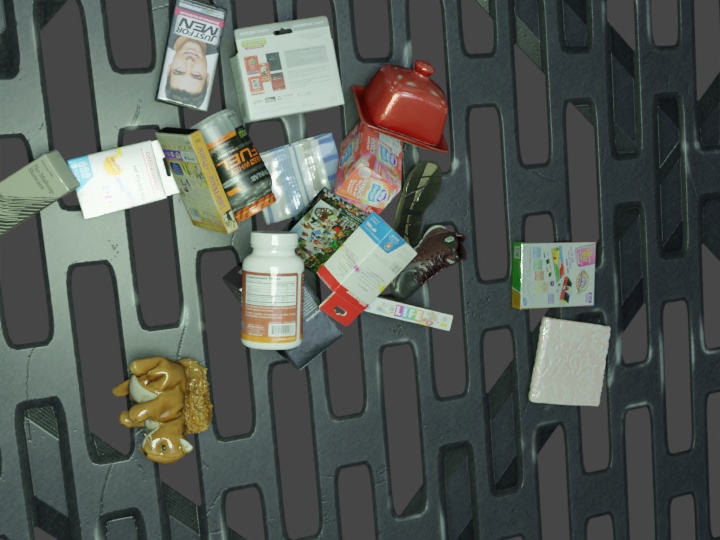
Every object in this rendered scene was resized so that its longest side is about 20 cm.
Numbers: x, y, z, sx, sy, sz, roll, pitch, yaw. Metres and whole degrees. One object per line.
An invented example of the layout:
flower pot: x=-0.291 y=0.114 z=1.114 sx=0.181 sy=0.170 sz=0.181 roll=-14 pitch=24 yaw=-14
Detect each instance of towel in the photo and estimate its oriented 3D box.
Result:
towel: x=-0.127 y=-0.191 z=1.728 sx=0.199 sy=0.024 sz=0.148 roll=-20 pitch=102 yaw=-16
towel: x=0.493 y=0.216 z=1.976 sx=0.190 sy=0.032 sz=0.202 roll=7 pitch=93 yaw=-20

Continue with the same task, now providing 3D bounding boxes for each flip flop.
flip flop: x=0.112 y=-0.143 z=1.802 sx=0.081 sy=0.058 sz=0.201 roll=11 pitch=106 yaw=-24

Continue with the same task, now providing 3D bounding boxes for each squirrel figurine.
squirrel figurine: x=-0.358 y=0.272 z=1.614 sx=0.199 sy=0.141 sz=0.188 roll=-6 pitch=64 yaw=-44

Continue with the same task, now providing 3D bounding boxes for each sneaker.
sneaker: x=0.152 y=-0.015 z=1.771 sx=0.200 sy=0.115 sz=0.076 roll=-54 pitch=127 yaw=-20

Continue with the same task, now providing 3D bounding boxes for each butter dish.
butter dish: x=0.101 y=-0.351 z=1.683 sx=0.199 sy=0.200 sz=0.148 roll=17 pitch=122 yaw=-19

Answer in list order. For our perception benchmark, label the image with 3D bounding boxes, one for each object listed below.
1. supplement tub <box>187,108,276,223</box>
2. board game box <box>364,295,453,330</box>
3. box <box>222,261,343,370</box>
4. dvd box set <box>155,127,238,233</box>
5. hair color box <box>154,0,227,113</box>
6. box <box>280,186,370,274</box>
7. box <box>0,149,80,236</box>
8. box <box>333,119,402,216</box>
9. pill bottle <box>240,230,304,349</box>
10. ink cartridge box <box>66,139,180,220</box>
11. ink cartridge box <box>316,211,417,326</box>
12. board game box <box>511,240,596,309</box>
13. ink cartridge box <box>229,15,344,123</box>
supplement tub: x=-0.251 y=-0.200 z=1.625 sx=0.122 sy=0.122 sz=0.201 roll=-32 pitch=100 yaw=-14
board game box: x=0.077 y=0.081 z=1.766 sx=0.199 sy=0.134 sz=0.035 roll=14 pitch=91 yaw=-20
box: x=-0.157 y=0.069 z=1.650 sx=0.117 sy=0.197 sz=0.201 roll=-38 pitch=106 yaw=-11
dvd box set: x=-0.309 y=-0.171 z=1.582 sx=0.029 sy=0.146 sz=0.201 roll=-33 pitch=117 yaw=-29
hair color box: x=-0.327 y=-0.415 z=1.618 sx=0.098 sy=0.061 sz=0.202 roll=11 pitch=92 yaw=-20
box: x=-0.070 y=-0.070 z=1.675 sx=0.136 sy=0.200 sz=0.038 roll=30 pitch=49 yaw=-18
box: x=-0.614 y=-0.131 z=1.508 sx=0.199 sy=0.068 sz=0.082 roll=-31 pitch=102 yaw=8
box: x=0.019 y=-0.210 z=1.678 sx=0.102 sy=0.201 sz=0.095 roll=30 pitch=125 yaw=-20
pill bottle: x=-0.155 y=0.033 z=1.485 sx=0.111 sy=0.112 sz=0.202 roll=0 pitch=96 yaw=-19
ink cartridge box: x=-0.443 y=-0.178 z=1.596 sx=0.199 sy=0.068 sz=0.116 roll=-18 pitch=101 yaw=-17
ink cartridge box: x=0.000 y=0.000 z=1.595 sx=0.200 sy=0.067 sz=0.116 roll=-46 pitch=143 yaw=4
board game box: x=0.447 y=0.009 z=1.935 sx=0.198 sy=0.040 sz=0.154 roll=-1 pitch=95 yaw=-19
ink cartridge box: x=-0.150 y=-0.399 z=1.668 sx=0.198 sy=0.084 sz=0.177 roll=-13 pitch=100 yaw=-18
